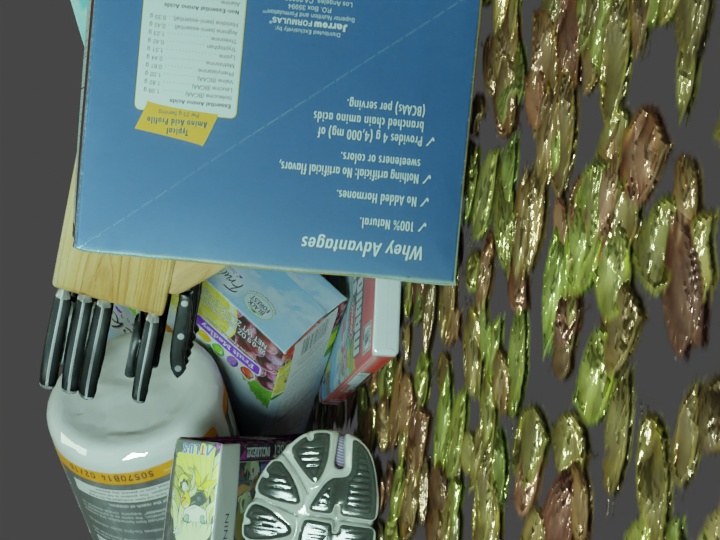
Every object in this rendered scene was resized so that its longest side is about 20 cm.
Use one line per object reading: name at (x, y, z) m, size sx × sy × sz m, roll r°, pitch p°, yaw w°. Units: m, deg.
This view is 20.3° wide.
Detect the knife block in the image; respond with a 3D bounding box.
knife block at (-0.151, -0.025, 1.191) m, size 0.201 × 0.175 × 0.064 m, roll 57°, pitch -163°, yaw -20°

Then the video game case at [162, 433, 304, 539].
video game case at (-0.071, 0.195, 1.264) m, size 0.200 × 0.036 × 0.183 m, roll 13°, pitch -97°, yaw -70°

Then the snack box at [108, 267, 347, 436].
snack box at (-0.103, 0.033, 1.340) m, size 0.068 × 0.168 × 0.200 m, roll -40°, pitch -17°, yaw -28°

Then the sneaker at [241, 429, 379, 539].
sneaker at (-0.035, 0.190, 1.232) m, size 0.083 × 0.080 × 0.202 m, roll -66°, pitch -13°, yaw -77°

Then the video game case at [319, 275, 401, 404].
video game case at (0.000, 0.000, 1.274) m, size 0.200 × 0.017 × 0.144 m, roll 129°, pitch 144°, yaw -74°

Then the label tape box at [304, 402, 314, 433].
label tape box at (-0.105, 0.113, 1.451) m, size 0.066 × 0.142 × 0.201 m, roll 101°, pitch 171°, yaw -63°

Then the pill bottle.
pill bottle at (-0.127, 0.146, 1.319) m, size 0.117 × 0.115 × 0.201 m, roll -96°, pitch -5°, yaw -49°

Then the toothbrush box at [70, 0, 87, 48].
toothbrush box at (-0.112, -0.192, 1.331) m, size 0.085 × 0.146 × 0.201 m, roll 14°, pitch -122°, yaw -69°

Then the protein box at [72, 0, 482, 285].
protein box at (-0.046, -0.104, 1.055) m, size 0.135 × 0.197 × 0.202 m, roll -153°, pitch 68°, yaw -81°
